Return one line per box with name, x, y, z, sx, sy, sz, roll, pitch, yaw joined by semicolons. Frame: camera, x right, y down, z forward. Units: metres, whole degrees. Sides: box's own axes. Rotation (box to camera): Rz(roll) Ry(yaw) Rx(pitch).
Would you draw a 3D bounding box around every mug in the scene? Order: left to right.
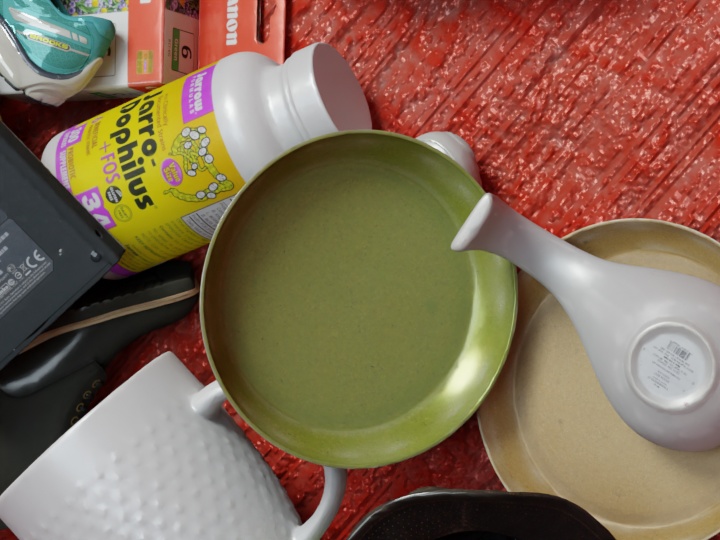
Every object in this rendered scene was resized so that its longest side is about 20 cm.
mug;-0.096;0.147;1.487;0.200;0.148;0.175;-42;88;20

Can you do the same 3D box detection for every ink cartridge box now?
ink cartridge box;-0.147;-0.171;1.595;0.200;0.050;0.109;-1;85;27

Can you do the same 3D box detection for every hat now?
hat;0.064;0.177;1.427;0.201;0.201;0.081;-37;34;19

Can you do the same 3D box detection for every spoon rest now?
spoon rest;0.149;0.025;1.413;0.200;0.061;0.099;37;103;10

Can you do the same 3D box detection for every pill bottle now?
pill bottle;-0.096;-0.074;1.534;0.200;0.104;0.104;-23;76;22

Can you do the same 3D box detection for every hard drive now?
hard drive;-0.265;-0.037;1.504;0.140;0.033;0.200;-41;99;15

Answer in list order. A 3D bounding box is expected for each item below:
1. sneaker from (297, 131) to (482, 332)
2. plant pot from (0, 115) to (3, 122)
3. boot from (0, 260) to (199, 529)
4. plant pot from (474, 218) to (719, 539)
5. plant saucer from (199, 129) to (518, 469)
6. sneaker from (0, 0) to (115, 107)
sneaker;0.000;0.000;1.483;0.078;0.099;0.200;39;102;23
plant pot;-0.317;-0.091;1.592;0.142;0.200;0.200;37;101;20
boot;-0.183;0.085;1.593;0.200;0.077;0.138;-20;103;6
plant pot;0.165;0.070;1.439;0.200;0.027;0.200;-3;84;26
plant saucer;-0.003;0.016;1.434;0.031;0.200;0.200;-170;90;-70
sneaker;-0.238;-0.195;1.582;0.080;0.078;0.200;-45;78;7
